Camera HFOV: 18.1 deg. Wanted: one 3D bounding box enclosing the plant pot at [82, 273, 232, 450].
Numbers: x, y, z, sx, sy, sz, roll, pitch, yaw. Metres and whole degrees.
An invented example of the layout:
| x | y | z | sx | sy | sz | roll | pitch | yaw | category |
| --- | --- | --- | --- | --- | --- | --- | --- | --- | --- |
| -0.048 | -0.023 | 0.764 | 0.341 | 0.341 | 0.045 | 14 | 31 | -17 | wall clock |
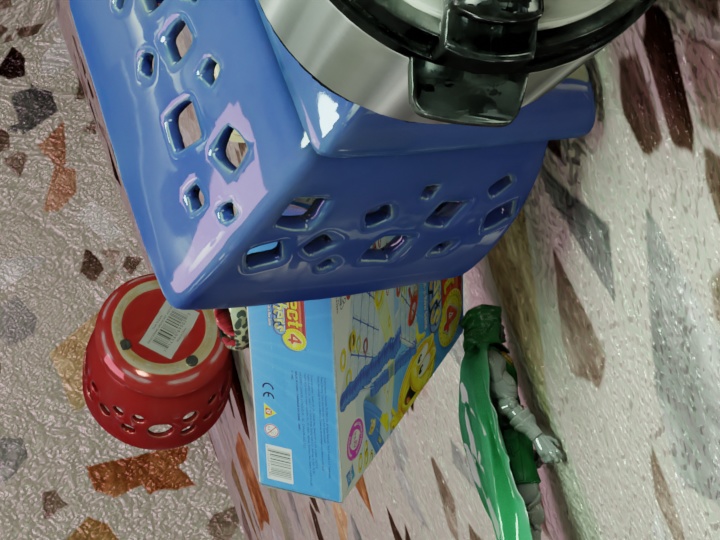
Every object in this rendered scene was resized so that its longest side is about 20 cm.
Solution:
| x | y | z | sx | sy | sz | roll | pitch | yaw | category |
| --- | --- | --- | --- | --- | --- | --- | --- | --- | --- |
| -0.266 | 0.111 | 2.981 | 0.183 | 0.200 | 0.201 | 101 | 151 | -60 | plant pot |

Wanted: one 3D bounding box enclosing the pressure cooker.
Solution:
| x | y | z | sx | sy | sz | roll | pitch | yaw | category |
| --- | --- | --- | --- | --- | --- | --- | --- | --- | --- |
| 0.045 | -0.158 | 0.902 | 0.176 | 0.179 | 0.200 | 53 | 170 | -1 | pressure cooker |

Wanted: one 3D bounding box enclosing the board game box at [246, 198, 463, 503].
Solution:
| x | y | z | sx | sy | sz | roll | pitch | yaw | category |
| --- | --- | --- | --- | --- | --- | --- | --- | --- | --- |
| 0.000 | 0.000 | 1.345 | 0.196 | 0.056 | 0.200 | -51 | -34 | -50 | board game box |

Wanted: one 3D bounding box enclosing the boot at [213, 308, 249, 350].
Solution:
| x | y | z | sx | sy | sz | roll | pitch | yaw | category |
| --- | --- | --- | --- | --- | --- | --- | --- | --- | --- |
| -0.039 | 0.005 | 1.672 | 0.204 | 0.154 | 0.074 | -168 | 62 | -79 | boot |

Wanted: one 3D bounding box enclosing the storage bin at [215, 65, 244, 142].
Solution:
| x | y | z | sx | sy | sz | roll | pitch | yaw | category |
| --- | --- | --- | --- | --- | --- | --- | --- | --- | --- |
| -0.079 | -0.194 | 1.683 | 0.200 | 0.094 | 0.199 | -179 | 72 | -85 | storage bin |

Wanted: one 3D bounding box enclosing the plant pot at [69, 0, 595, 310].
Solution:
| x | y | z | sx | sy | sz | roll | pitch | yaw | category |
| --- | --- | --- | --- | --- | --- | --- | --- | --- | --- |
| -0.007 | -0.111 | 1.146 | 0.180 | 0.200 | 0.200 | -43 | 61 | 49 | plant pot |

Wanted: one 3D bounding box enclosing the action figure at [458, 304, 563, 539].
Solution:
| x | y | z | sx | sy | sz | roll | pitch | yaw | category |
| --- | --- | --- | --- | --- | --- | --- | --- | --- | --- |
| 0.094 | 0.118 | 1.425 | 0.118 | 0.055 | 0.200 | 115 | 144 | -77 | action figure |
